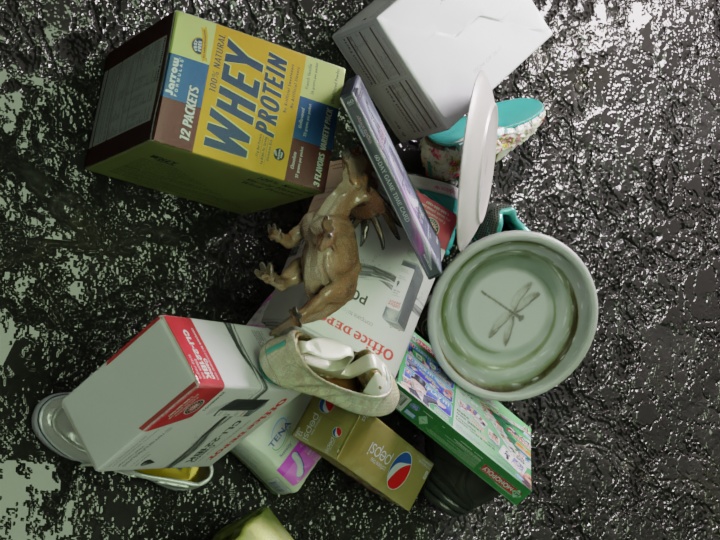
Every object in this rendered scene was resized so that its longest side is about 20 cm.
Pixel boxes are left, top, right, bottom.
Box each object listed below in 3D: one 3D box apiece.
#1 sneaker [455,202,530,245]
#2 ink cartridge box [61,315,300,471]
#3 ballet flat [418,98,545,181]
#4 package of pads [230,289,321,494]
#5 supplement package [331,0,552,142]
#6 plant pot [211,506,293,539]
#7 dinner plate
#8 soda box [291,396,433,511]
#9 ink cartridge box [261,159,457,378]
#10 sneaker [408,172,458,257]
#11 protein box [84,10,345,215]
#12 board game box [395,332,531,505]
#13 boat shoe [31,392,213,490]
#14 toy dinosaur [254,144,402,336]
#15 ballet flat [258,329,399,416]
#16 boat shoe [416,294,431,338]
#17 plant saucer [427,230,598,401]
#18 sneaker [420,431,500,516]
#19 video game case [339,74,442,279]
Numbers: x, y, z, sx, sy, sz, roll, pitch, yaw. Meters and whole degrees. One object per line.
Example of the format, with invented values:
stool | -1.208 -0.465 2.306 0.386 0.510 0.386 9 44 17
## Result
sneaker | 0.193 0.000 1.800 0.078 0.091 0.201 -44 106 -24
ink cartridge box | -0.170 0.123 1.460 0.084 0.144 0.199 58 20 19
ballet flat | 0.145 -0.157 1.805 0.198 0.075 0.065 -22 132 -35
package of pads | -0.080 0.124 1.647 0.155 0.068 0.201 45 66 -19
supplement package | 0.097 -0.278 1.759 0.200 0.110 0.157 -43 107 -26
plant pot | -0.106 0.359 1.557 0.199 0.200 0.186 -32 89 -28
dinner plate | 0.132 -0.121 1.656 0.024 0.200 0.203 8 79 11
soda box | 0.005 0.197 1.631 0.065 0.067 0.200 -60 146 -9
ink cartridge box | 0.000 0.000 1.611 0.145 0.085 0.202 28 77 -24
sneaker | 0.030 -0.048 1.722 0.198 0.083 0.123 8 72 -30
protein box | -0.154 -0.158 1.555 0.196 0.199 0.137 15 78 -27
board game box | 0.112 0.162 1.678 0.199 0.135 0.029 40 112 -11
boat shoe | -0.240 0.182 1.541 0.201 0.086 0.075 29 72 -24
toy dinosaur | -0.025 -0.014 1.489 0.135 0.085 0.202 -9 122 -48
ballet flat | -0.015 0.103 1.493 0.199 0.062 0.068 16 48 -45
boat shoe | 0.163 0.048 1.751 0.198 0.061 0.072 -14 127 -2
plant saucer | 0.169 0.047 1.693 0.197 0.050 0.203 -3 108 -8
sneaker | 0.085 0.199 1.733 0.201 0.099 0.070 53 26 17
video game case | 0.033 -0.098 1.515 0.019 0.143 0.202 -24 101 8
